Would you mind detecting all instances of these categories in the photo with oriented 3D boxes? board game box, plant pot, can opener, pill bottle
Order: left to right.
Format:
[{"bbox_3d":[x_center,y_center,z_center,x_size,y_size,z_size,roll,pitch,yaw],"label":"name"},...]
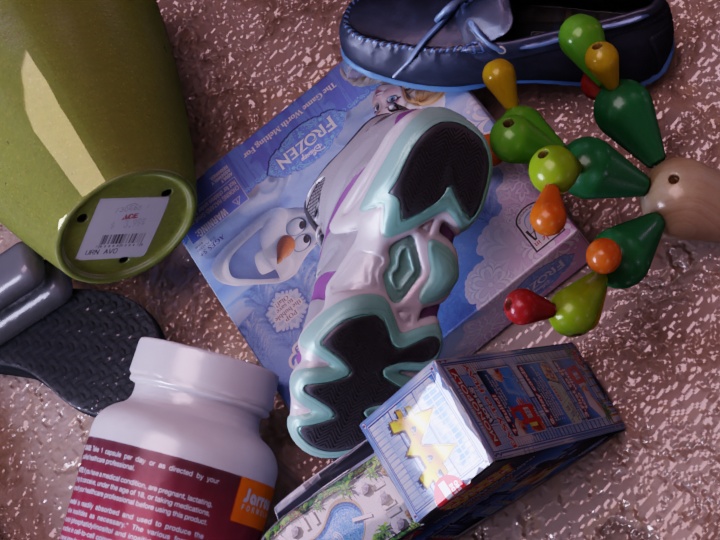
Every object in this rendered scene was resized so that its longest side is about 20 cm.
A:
[{"bbox_3d":[-0.272,0.032,1.347,0.199,0.053,0.067,-32,52,21],"label":"can opener"},{"bbox_3d":[-0.181,-0.094,1.301,0.187,0.187,0.201,-37,57,6],"label":"plant pot"},{"bbox_3d":[-0.112,0.146,1.207,0.112,0.113,0.202,11,81,27],"label":"pill bottle"},{"bbox_3d":[0.007,-0.024,1.277,0.200,0.043,0.199,-39,60,5],"label":"board game box"},{"bbox_3d":[0.031,0.107,1.116,0.199,0.200,0.062,-34,76,7],"label":"board game box"}]

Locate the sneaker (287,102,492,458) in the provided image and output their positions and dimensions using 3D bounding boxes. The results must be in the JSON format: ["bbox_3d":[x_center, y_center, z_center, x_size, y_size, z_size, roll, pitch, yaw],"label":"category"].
[{"bbox_3d":[0.000,0.000,1.191,0.201,0.077,0.140,-65,23,1],"label":"sneaker"}]

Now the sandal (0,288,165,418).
[{"bbox_3d":[-0.182,0.048,1.336,0.200,0.048,0.076,16,77,42],"label":"sandal"}]

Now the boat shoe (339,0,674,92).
[{"bbox_3d":[0.086,-0.155,1.253,0.198,0.069,0.085,-3,53,3],"label":"boat shoe"}]

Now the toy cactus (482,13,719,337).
[{"bbox_3d":[0.142,-0.042,1.176,0.102,0.164,0.201,124,155,-47],"label":"toy cactus"}]
